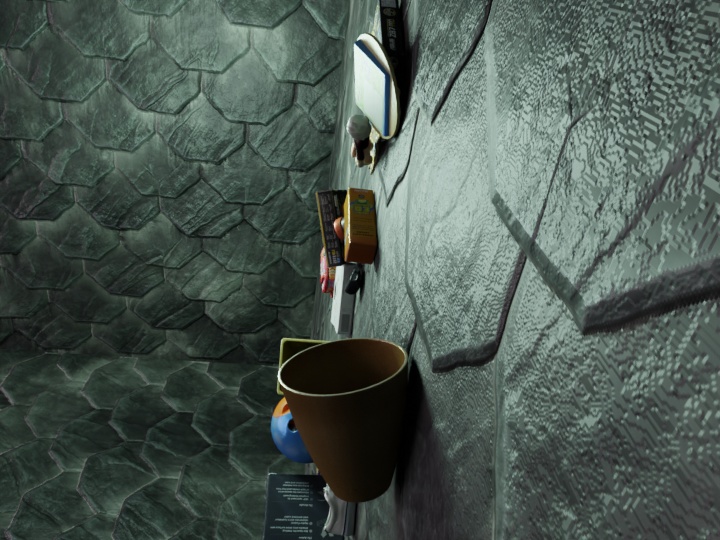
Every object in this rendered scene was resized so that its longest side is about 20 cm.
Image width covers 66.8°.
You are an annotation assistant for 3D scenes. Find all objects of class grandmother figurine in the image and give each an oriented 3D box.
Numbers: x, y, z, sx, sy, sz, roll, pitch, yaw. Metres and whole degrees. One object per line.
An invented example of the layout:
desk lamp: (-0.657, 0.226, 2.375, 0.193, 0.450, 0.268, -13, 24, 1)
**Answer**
grandmother figurine: (0.000, -0.295, 1.237, 0.200, 0.060, 0.122, 58, -154, -81)

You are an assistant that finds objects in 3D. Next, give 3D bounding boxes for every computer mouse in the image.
computer mouse: (0.000, 0.000, 1.355, 0.200, 0.034, 0.059, 115, 176, -56)

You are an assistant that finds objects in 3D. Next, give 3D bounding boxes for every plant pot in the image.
plant pot: (-0.013, 0.226, 0.804, 0.186, 0.186, 0.200, -112, 14, -74)
plant pot: (-0.191, 0.348, 2.000, 0.200, 0.194, 0.196, 119, 155, -84)

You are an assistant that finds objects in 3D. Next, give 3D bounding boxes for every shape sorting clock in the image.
shape sorting clock: (0.033, -0.358, 1.066, 0.200, 0.039, 0.200, 57, 162, 30)

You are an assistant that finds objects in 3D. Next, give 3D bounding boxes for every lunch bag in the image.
lunch bag: (-0.096, 0.009, 1.895, 0.200, 0.082, 0.176, 123, 147, -78)

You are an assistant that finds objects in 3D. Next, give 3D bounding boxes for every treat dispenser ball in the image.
treat dispenser ball: (-0.146, 0.427, 1.508, 0.201, 0.201, 0.201, -175, 90, -83)

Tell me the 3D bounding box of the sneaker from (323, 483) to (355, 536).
sneaker: (-0.045, 0.478, 1.197, 0.073, 0.071, 0.200, 131, 143, -78)

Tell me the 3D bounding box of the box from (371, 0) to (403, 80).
box: (0.050, -0.458, 1.164, 0.161, 0.049, 0.200, 103, 168, -58)

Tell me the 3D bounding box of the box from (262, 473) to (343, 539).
box: (-0.148, 0.642, 1.402, 0.200, 0.196, 0.118, -95, 11, -51)

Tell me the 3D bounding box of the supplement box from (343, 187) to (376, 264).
supplement box: (-0.002, -0.107, 1.272, 0.200, 0.066, 0.069, -94, 11, -46)

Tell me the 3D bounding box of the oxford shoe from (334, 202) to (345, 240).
oxford shoe: (-0.009, -0.141, 1.423, 0.071, 0.072, 0.200, 58, -157, -22)

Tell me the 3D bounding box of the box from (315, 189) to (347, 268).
box: (-0.063, -0.117, 1.472, 0.160, 0.049, 0.200, -32, -66, -73)

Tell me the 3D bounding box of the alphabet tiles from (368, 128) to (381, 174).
alphabet tiles: (0.037, -0.349, 1.354, 0.166, 0.006, 0.200, 119, 154, -72)

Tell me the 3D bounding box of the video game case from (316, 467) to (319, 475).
video game case: (-0.131, 0.619, 1.912, 0.200, 0.036, 0.181, -95, 11, -52)

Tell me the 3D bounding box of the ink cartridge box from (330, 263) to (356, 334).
ink cartridge box: (-0.049, 0.072, 1.594, 0.176, 0.045, 0.200, -144, 60, -81)
